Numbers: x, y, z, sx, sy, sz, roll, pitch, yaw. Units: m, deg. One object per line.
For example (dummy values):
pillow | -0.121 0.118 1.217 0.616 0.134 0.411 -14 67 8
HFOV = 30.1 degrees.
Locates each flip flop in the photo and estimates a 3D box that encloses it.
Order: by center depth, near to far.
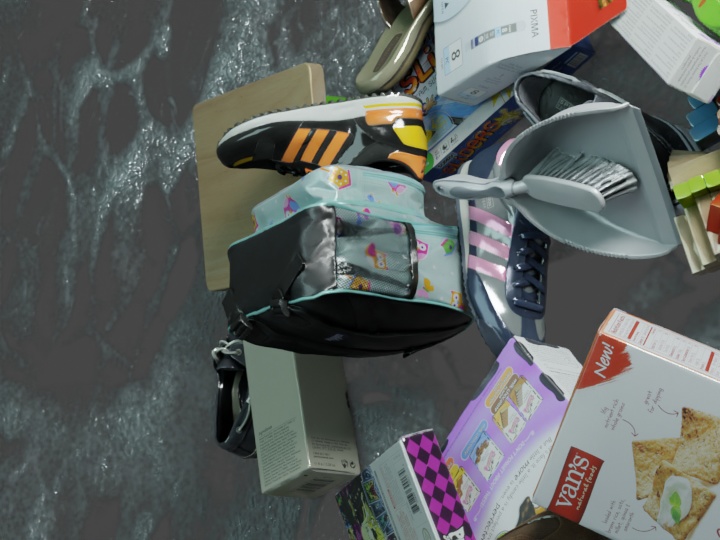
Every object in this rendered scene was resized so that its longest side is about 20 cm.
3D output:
flip flop | 0.041 -0.255 1.262 0.200 0.058 0.081 -61 20 -14

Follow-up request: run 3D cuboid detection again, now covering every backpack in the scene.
backpack | 0.000 0.000 1.171 0.176 0.200 0.154 -28 52 51

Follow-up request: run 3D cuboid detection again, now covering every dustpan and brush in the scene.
dustpan and brush | 0.142 -0.068 1.055 0.200 0.140 0.057 14 49 48

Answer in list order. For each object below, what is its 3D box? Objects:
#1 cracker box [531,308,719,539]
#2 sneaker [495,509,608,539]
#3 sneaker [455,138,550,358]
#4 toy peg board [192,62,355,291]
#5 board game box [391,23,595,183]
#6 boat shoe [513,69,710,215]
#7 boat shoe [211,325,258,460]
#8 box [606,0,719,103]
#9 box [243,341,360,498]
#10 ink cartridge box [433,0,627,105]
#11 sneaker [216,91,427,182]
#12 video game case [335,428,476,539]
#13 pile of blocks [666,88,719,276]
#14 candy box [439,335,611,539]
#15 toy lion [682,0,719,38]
cracker box | 0.228 0.127 0.868 0.200 0.058 0.134 23 113 14
sneaker | 0.088 0.237 0.940 0.200 0.076 0.070 -41 69 12
sneaker | 0.131 -0.020 1.116 0.082 0.070 0.200 -32 58 43
toy peg board | -0.070 -0.089 1.373 0.200 0.098 0.200 -11 83 49
board game box | 0.111 -0.188 1.214 0.200 0.034 0.136 -42 50 36
boat shoe | 0.195 -0.108 1.063 0.200 0.068 0.072 47 116 44
boat shoe | -0.121 0.095 1.392 0.073 0.063 0.201 -21 64 46
box | 0.226 -0.184 1.016 0.041 0.039 0.200 -61 19 21
box | -0.062 0.116 1.311 0.082 0.068 0.200 -32 56 41
ink cartridge box | 0.134 -0.249 1.120 0.200 0.047 0.160 -27 58 53
sneaker | -0.036 -0.103 1.230 0.200 0.070 0.090 -10 81 11
video game case | 0.051 0.247 1.078 0.200 0.036 0.181 68 155 17
pile of blocks | 0.258 -0.099 0.963 0.082 0.062 0.201 4 78 27
candy box | 0.149 0.180 1.036 0.168 0.071 0.200 -59 41 20
toy lion | 0.289 -0.244 0.967 0.192 0.069 0.200 -18 47 51
